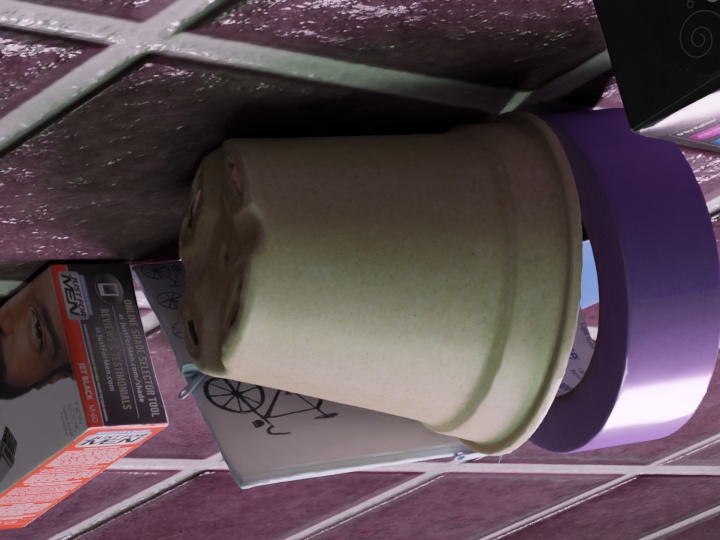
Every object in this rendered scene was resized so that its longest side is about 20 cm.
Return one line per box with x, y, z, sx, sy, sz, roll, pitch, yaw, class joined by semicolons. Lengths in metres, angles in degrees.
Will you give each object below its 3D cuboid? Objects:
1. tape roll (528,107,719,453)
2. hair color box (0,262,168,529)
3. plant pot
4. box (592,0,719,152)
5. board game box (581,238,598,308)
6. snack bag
0.133;0.005;1.540;0.066;0.200;0.200;-6;160;-26;tape roll
-0.207;0.083;1.649;0.064;0.111;0.200;-1;157;-38;hair color box
0.000;0.000;1.475;0.183;0.201;0.200;5;156;-21;plant pot
0.211;-0.141;1.239;0.124;0.149;0.200;-26;159;35;box
0.128;-0.006;1.778;0.158;0.039;0.200;-25;166;14;board game box
-0.025;0.053;1.590;0.188;0.200;0.021;-6;133;-23;snack bag
